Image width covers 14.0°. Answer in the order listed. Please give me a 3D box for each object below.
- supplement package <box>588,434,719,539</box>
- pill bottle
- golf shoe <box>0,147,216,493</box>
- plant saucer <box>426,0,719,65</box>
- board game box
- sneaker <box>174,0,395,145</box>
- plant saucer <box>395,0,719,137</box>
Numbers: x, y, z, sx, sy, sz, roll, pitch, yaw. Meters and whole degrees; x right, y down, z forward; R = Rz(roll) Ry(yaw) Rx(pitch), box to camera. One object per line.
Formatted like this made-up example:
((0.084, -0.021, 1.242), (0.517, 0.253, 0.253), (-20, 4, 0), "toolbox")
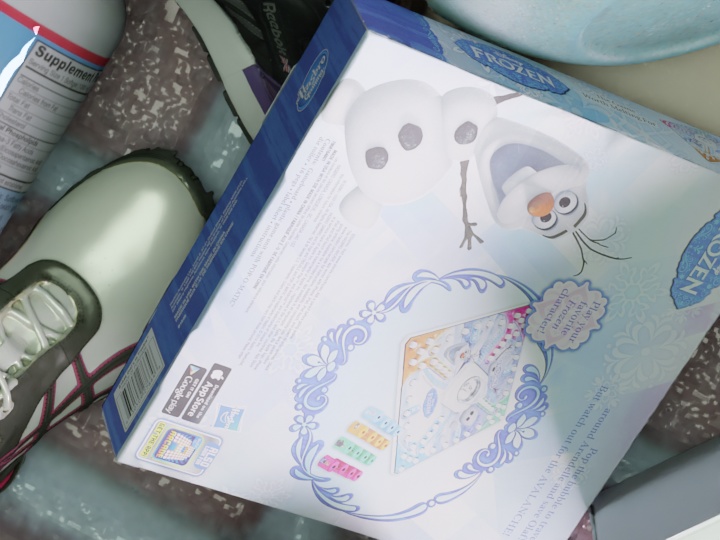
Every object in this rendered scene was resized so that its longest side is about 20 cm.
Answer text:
((0.178, 0.116, 1.115), (0.155, 0.200, 0.111), (-26, 92, 5), "supplement package")
((-0.164, -0.086, 1.178), (0.108, 0.109, 0.201), (33, 96, 2), "pill bottle")
((-0.134, 0.035, 1.195), (0.077, 0.088, 0.200), (42, 95, 3), "golf shoe")
((0.124, -0.115, 1.075), (0.200, 0.201, 0.039), (-19, 76, 6), "plant saucer")
((0.032, 0.013, 1.128), (0.198, 0.043, 0.200), (20, 115, -27), "board game box")
((-0.031, -0.126, 1.136), (0.087, 0.076, 0.200), (-3, 136, 40), "sneaker")
((0.109, -0.086, 1.195), (0.199, 0.029, 0.201), (0, 95, 4), "plant saucer")
